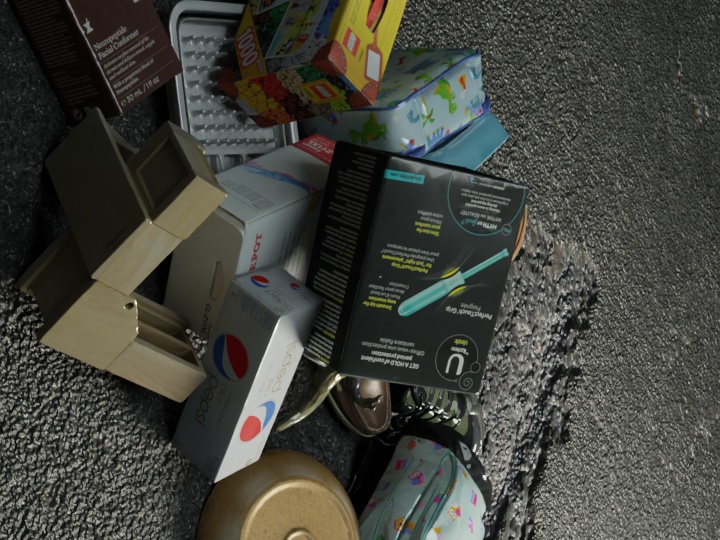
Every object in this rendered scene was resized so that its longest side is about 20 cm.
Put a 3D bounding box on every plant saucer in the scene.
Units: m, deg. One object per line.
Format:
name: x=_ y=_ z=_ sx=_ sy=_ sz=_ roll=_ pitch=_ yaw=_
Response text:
plant saucer: x=-0.070 y=0.279 z=1.450 sx=0.199 sy=0.035 sz=0.201 roll=8 pitch=77 yaw=-36

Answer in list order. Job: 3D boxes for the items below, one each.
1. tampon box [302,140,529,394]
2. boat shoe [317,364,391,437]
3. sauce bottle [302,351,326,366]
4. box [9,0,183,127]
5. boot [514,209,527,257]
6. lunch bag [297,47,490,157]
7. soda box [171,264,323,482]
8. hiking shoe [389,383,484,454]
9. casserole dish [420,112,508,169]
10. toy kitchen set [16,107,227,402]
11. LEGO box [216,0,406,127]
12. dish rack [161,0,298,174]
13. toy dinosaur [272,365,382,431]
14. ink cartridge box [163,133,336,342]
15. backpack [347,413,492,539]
tampon box: x=0.043 y=-0.004 z=1.353 sx=0.149 sy=0.126 sz=0.201 roll=11 pitch=97 yaw=-24
boat shoe: x=-0.006 y=0.086 z=1.554 sx=0.075 sy=0.075 sz=0.203 roll=-28 pitch=104 yaw=-32
sauce bottle: x=0.000 y=0.000 z=1.441 sx=0.065 sy=0.065 sz=0.200 roll=35 pitch=88 yaw=-43
box: x=-0.249 y=-0.242 z=1.304 sx=0.100 sy=0.075 sz=0.201 roll=-46 pitch=119 yaw=-44
boot: x=0.128 y=-0.050 z=1.697 sx=0.200 sy=0.073 sz=0.155 roll=-59 pitch=152 yaw=-22
lunch bag: x=0.034 y=-0.179 z=1.582 sx=0.200 sy=0.160 sz=0.083 roll=-39 pitch=124 yaw=-45
soda box: x=-0.107 y=0.097 z=1.357 sx=0.068 sy=0.064 sz=0.201 roll=-20 pitch=140 yaw=-51
hiking shoe: x=0.067 y=0.145 z=1.661 sx=0.101 sy=0.076 sz=0.201 roll=-41 pitch=108 yaw=-37
casserole dish: x=0.084 y=-0.132 z=1.606 sx=0.200 sy=0.121 sz=0.039 roll=-43 pitch=118 yaw=-52
toy kitchen set: x=-0.182 y=-0.029 z=1.300 sx=0.180 sy=0.200 sz=0.163 roll=31 pitch=20 yaw=-45
LEGO box: x=-0.039 y=-0.251 z=1.440 sx=0.077 sy=0.148 sz=0.201 roll=42 pitch=53 yaw=-40
dish rack: x=-0.135 y=-0.165 z=1.460 sx=0.171 sy=0.043 sz=0.201 roll=-8 pitch=91 yaw=-51
toy dinosaur: x=-0.007 y=0.094 z=1.501 sx=0.201 sy=0.088 sz=0.047 roll=-63 pitch=175 yaw=5
ink cartridge box: x=-0.088 y=-0.032 z=1.414 sx=0.200 sy=0.083 sz=0.146 roll=-27 pitch=141 yaw=-47
backpack: x=0.061 y=0.279 z=1.582 sx=0.200 sy=0.126 sz=0.167 roll=-57 pitch=131 yaw=-34
